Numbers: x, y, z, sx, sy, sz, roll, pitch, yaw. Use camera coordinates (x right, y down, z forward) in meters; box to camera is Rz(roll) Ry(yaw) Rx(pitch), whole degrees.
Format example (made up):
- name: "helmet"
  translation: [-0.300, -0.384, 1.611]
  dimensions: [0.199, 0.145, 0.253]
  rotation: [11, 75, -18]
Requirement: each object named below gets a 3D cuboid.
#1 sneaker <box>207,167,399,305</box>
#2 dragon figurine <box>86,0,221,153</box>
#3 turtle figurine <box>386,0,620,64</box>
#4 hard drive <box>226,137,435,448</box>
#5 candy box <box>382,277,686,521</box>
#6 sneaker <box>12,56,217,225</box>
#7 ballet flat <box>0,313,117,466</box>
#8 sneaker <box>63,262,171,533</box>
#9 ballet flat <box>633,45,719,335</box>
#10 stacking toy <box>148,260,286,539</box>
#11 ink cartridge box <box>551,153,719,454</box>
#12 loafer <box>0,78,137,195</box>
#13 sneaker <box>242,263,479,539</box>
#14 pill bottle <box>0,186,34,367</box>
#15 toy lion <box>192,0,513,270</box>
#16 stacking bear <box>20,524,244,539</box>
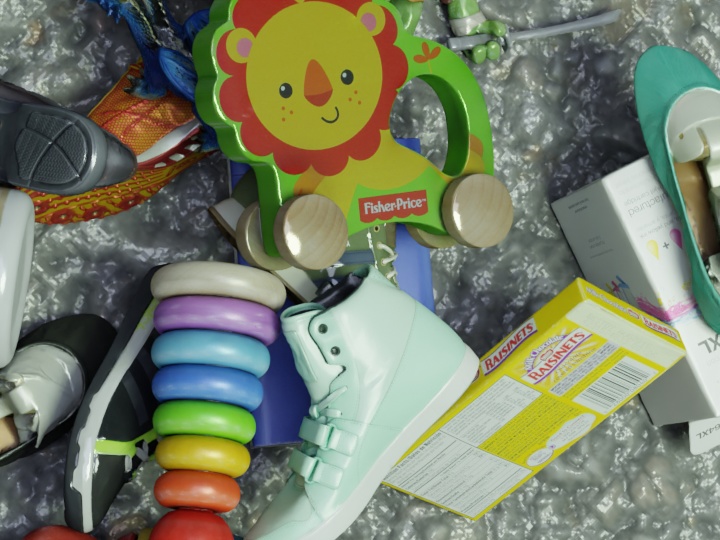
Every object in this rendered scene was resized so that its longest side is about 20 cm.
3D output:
- name: "sneaker"
  translation: [0.000, 0.000, 1.550]
  dimensions: [0.200, 0.067, 0.090]
  rotation: [44, 82, -1]
- name: "dragon figurine"
  translation: [-0.097, -0.125, 1.491]
  dimensions: [0.200, 0.099, 0.059]
  rotation: [40, 71, 7]
- name: "turtle figurine"
  translation: [0.059, -0.178, 1.572]
  dimensions: [0.200, 0.144, 0.194]
  rotation: [37, 80, -2]
- name: "hard drive"
  translation: [-0.017, 0.014, 1.595]
  dimensions: [0.132, 0.025, 0.200]
  rotation: [-4, 85, -12]
- name: "candy box"
  translation: [0.105, 0.087, 1.530]
  dimensions: [0.102, 0.200, 0.026]
  rotation: [28, 33, -36]
- name: "sneaker"
  translation: [-0.147, -0.095, 1.569]
  dimensions: [0.200, 0.073, 0.077]
  rotation: [-31, 69, -17]
- name: "ballet flat"
  translation: [-0.234, 0.098, 1.520]
  dimensions: [0.200, 0.068, 0.068]
  rotation: [-36, 97, -13]
- name: "sneaker"
  translation: [-0.127, 0.082, 1.517]
  dimensions: [0.083, 0.072, 0.200]
  rotation: [20, 64, 5]
- name: "ballet flat"
  translation: [0.229, -0.054, 1.501]
  dimensions: [0.067, 0.070, 0.200]
  rotation: [-15, 86, -13]
- name: "stacking toy"
  translation: [-0.096, 0.099, 1.460]
  dimensions: [0.085, 0.085, 0.200]
  rotation: [7, 76, -11]
- name: "ink cartridge box"
  translation: [0.240, 0.010, 1.596]
  dimensions: [0.128, 0.125, 0.200]
  rotation: [-26, 89, -13]
- name: "loafer"
  translation: [-0.231, -0.088, 1.516]
  dimensions: [0.200, 0.063, 0.072]
  rotation: [20, 96, 30]
- name: "sneaker"
  translation: [-0.031, 0.089, 1.471]
  dimensions: [0.118, 0.074, 0.200]
  rotation: [45, 77, -17]
- name: "pill bottle"
  translation: [-0.311, -0.007, 1.487]
  dimensions: [0.200, 0.116, 0.116]
  rotation: [8, 82, -3]
- name: "toy lion"
  translation: [-0.008, -0.101, 1.481]
  dimensions: [0.200, 0.069, 0.192]
  rotation: [-7, 94, -31]
- name: "stacking bear"
  translation: [-0.131, 0.216, 1.512]
  dimensions: [0.200, 0.121, 0.114]
  rotation: [12, 85, -2]
